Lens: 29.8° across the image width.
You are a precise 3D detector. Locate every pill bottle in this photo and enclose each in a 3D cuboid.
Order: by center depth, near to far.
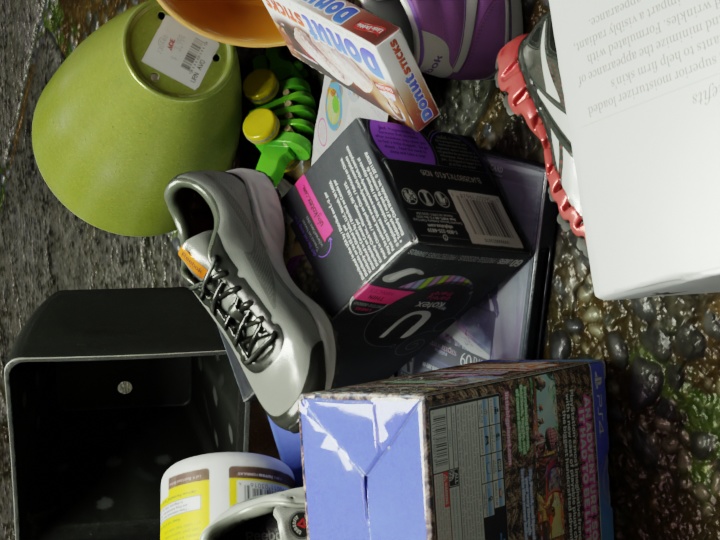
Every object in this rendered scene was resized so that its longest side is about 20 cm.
[{"bbox_3d":[-0.101,0.250,1.053,0.109,0.109,0.201,-38,47,50],"label":"pill bottle"}]

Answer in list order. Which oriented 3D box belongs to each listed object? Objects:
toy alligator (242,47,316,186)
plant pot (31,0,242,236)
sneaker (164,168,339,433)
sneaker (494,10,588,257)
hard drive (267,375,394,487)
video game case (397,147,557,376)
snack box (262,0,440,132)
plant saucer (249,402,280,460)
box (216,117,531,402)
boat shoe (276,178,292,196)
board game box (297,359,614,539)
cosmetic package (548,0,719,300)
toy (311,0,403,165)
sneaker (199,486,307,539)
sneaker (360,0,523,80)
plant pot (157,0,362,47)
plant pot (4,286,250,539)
[{"bbox_3d":[-0.065,-0.152,1.156,0.054,0.059,0.200,-13,58,17],"label":"toy alligator"},{"bbox_3d":[-0.174,-0.149,1.160,0.200,0.187,0.188,140,120,-64],"label":"plant pot"},{"bbox_3d":[-0.077,0.018,0.890,0.074,0.079,0.200,-43,58,33],"label":"sneaker"},{"bbox_3d":[0.152,-0.086,0.827,0.098,0.071,0.201,-53,50,46],"label":"sneaker"},{"bbox_3d":[-0.010,0.150,1.084,0.132,0.025,0.201,-23,81,41],"label":"hard drive"},{"bbox_3d":[0.082,0.013,0.987,0.143,0.019,0.201,22,112,52],"label":"video game case"},{"bbox_3d":[-0.014,-0.160,0.953,0.200,0.024,0.072,40,163,53],"label":"snack box"},{"bbox_3d":[-0.070,0.079,1.198,0.200,0.037,0.201,7,98,56],"label":"plant saucer"},{"bbox_3d":[0.000,0.000,0.956,0.200,0.122,0.106,-44,57,36],"label":"box"},{"bbox_3d":[-0.084,-0.026,1.125,0.072,0.069,0.200,-21,40,15],"label":"boat shoe"},{"bbox_3d":[0.066,0.144,0.848,0.097,0.200,0.160,-3,91,40],"label":"board game box"},{"bbox_3d":[0.211,-0.097,0.659,0.165,0.165,0.201,-17,79,55],"label":"cosmetic package"},{"bbox_3d":[0.009,-0.121,1.046,0.115,0.047,0.200,-121,29,-45],"label":"toy"},{"bbox_3d":[-0.018,0.181,0.947,0.199,0.088,0.074,-16,81,12],"label":"sneaker"},{"bbox_3d":[0.048,-0.232,0.929,0.073,0.114,0.201,-19,76,56],"label":"sneaker"},{"bbox_3d":[-0.082,-0.310,1.061,0.184,0.200,0.200,-104,33,-42],"label":"plant pot"},{"bbox_3d":[-0.208,0.117,1.215,0.178,0.199,0.201,-112,23,-61],"label":"plant pot"}]
